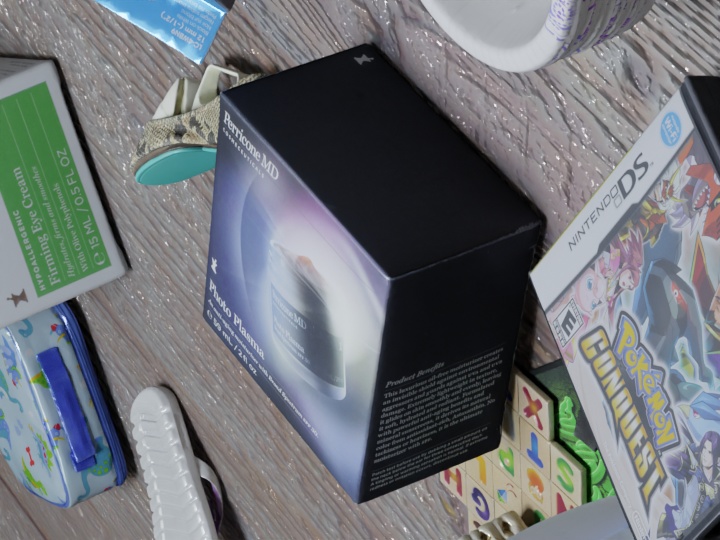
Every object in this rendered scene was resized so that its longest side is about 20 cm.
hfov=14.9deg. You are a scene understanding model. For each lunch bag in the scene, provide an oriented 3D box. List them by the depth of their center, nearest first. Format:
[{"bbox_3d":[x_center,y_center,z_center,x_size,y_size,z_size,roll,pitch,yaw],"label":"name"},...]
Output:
[{"bbox_3d":[-0.291,0.115,2.549,0.161,0.082,0.201,8,120,64],"label":"lunch bag"}]

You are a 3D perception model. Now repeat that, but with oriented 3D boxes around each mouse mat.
[{"bbox_3d":[0.129,0.142,1.776,0.161,0.008,0.200,65,156,2],"label":"mouse mat"}]

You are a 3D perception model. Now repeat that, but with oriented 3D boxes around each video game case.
[{"bbox_3d":[0.169,0.031,1.439,0.181,0.025,0.200,-54,47,45],"label":"video game case"}]

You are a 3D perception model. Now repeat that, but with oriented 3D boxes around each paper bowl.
[{"bbox_3d":[0.088,-0.210,1.402,0.201,0.104,0.201,46,150,36],"label":"paper bowl"}]

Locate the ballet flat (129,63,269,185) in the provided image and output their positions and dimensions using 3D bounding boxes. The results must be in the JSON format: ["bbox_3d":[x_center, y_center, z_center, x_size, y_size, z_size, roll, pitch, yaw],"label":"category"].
[{"bbox_3d":[-0.108,-0.109,1.985,0.200,0.068,0.076,-11,80,61],"label":"ballet flat"}]

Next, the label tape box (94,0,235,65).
[{"bbox_3d":[-0.128,-0.242,1.714,0.143,0.066,0.200,32,113,12],"label":"label tape box"}]

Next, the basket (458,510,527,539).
[{"bbox_3d":[0.078,0.298,1.815,0.200,0.161,0.198,51,156,22],"label":"basket"}]

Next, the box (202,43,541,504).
[{"bbox_3d":[0.000,0.000,1.751,0.200,0.123,0.199,47,144,36],"label":"box"}]

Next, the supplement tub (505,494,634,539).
[{"bbox_3d":[0.159,0.246,1.637,0.145,0.145,0.201,-12,101,66],"label":"supplement tub"}]

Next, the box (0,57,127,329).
[{"bbox_3d":[-0.335,-0.063,2.358,0.200,0.171,0.200,9,121,63],"label":"box"}]

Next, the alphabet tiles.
[{"bbox_3d":[0.098,0.135,1.819,0.166,0.006,0.200,42,148,42],"label":"alphabet tiles"}]

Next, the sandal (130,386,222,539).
[{"bbox_3d":[-0.144,0.195,2.363,0.082,0.050,0.203,-20,81,52],"label":"sandal"}]

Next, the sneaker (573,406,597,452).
[{"bbox_3d":[0.174,0.069,1.519,0.111,0.077,0.200,49,160,14],"label":"sneaker"}]
